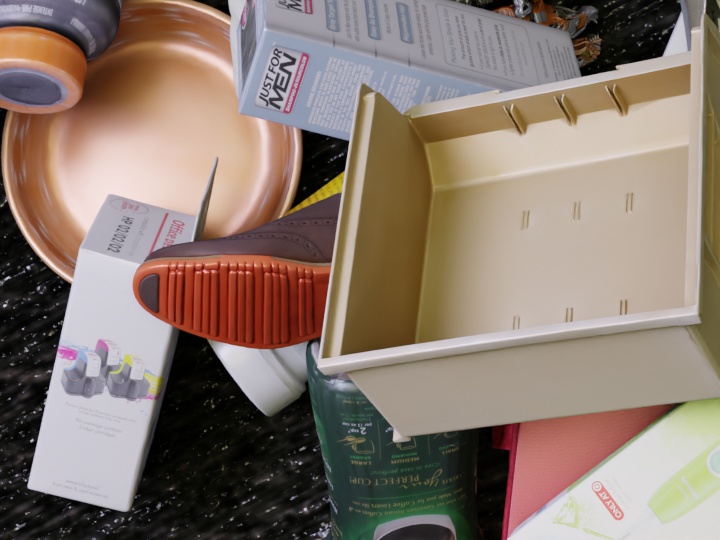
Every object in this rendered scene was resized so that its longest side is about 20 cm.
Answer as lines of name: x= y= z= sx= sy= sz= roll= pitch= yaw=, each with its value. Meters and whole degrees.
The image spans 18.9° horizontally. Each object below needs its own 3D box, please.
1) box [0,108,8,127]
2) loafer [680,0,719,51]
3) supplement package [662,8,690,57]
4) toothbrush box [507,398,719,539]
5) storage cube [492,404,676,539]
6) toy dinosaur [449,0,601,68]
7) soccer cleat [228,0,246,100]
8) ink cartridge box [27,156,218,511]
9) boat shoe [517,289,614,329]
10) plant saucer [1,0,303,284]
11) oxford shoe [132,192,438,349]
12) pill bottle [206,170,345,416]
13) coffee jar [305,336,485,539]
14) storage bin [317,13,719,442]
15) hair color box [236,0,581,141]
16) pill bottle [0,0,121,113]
box: x=-0.349 y=-0.098 z=1.357 sx=0.200 sy=0.197 sz=0.124 roll=-38 pitch=81 yaw=3
loafer: x=0.214 y=-0.102 z=1.198 sx=0.075 sy=0.070 sz=0.201 roll=-14 pitch=82 yaw=7
supplement package: x=0.268 y=-0.081 z=1.299 sx=0.190 sy=0.147 sz=0.201 roll=24 pitch=88 yaw=10
toothbrush box: x=0.200 y=0.139 z=1.149 sx=0.200 sy=0.086 sz=0.146 roll=-37 pitch=83 yaw=5
storage cube: x=0.171 y=0.162 z=1.279 sx=0.198 sy=0.171 sz=0.181 roll=5 pitch=87 yaw=7
toy dinosaur: x=0.058 y=-0.175 z=1.348 sx=0.102 sy=0.199 sz=0.137 roll=3 pitch=88 yaw=52
soccer cleat: x=-0.062 y=-0.184 z=1.379 sx=0.077 sy=0.069 sz=0.201 roll=1 pitch=62 yaw=17
ink cartridge box: x=-0.144 y=0.030 z=1.323 sx=0.067 sy=0.115 sz=0.201 roll=14 pitch=108 yaw=-3
boat shoe: x=0.107 y=0.009 z=1.230 sx=0.066 sy=0.200 sz=0.074 roll=-8 pitch=114 yaw=4
plant saucer: x=-0.133 y=-0.077 z=1.408 sx=0.199 sy=0.037 sz=0.202 roll=-1 pitch=85 yaw=7
oxford shoe: x=-0.033 y=-0.004 z=1.253 sx=0.198 sy=0.071 sz=0.073 roll=0 pitch=48 yaw=-9
pill bottle: x=0.000 y=0.000 z=1.345 sx=0.200 sy=0.113 sz=0.113 roll=-36 pitch=81 yaw=3
coffee jar: x=0.025 y=0.128 z=1.302 sx=0.103 sy=0.085 sz=0.201 roll=-7 pitch=118 yaw=-6
storage bin: x=0.097 y=-0.024 z=1.130 sx=0.199 sy=0.094 sz=0.200 roll=-10 pitch=54 yaw=24
hair color box: x=0.029 y=-0.118 z=1.278 sx=0.199 sy=0.099 sz=0.061 roll=14 pitch=122 yaw=-13
pill bottle: x=-0.200 y=-0.202 z=1.365 sx=0.105 sy=0.106 sz=0.201 roll=1 pitch=66 yaw=8
